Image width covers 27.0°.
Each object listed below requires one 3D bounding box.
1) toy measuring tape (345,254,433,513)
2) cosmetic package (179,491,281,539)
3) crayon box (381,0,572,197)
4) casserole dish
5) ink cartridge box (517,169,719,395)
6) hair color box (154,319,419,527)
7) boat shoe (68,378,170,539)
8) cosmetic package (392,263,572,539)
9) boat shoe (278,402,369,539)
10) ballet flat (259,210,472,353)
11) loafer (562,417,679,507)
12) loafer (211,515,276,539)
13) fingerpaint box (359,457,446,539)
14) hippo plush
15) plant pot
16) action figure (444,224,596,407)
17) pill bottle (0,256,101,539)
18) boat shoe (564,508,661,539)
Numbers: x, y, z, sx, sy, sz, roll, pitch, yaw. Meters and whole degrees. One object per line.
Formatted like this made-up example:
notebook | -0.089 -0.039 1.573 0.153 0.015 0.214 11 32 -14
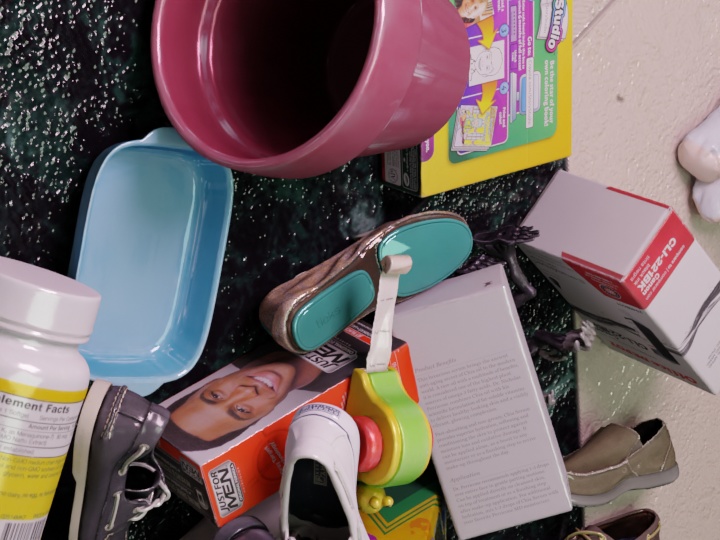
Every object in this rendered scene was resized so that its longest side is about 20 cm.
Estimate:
toy measuring tape | 0.027 0.092 1.124 0.073 0.073 0.201 -1 108 -39
cosmetic package | -0.112 0.240 1.189 0.200 0.082 0.051 -42 128 -21
crayon box | 0.096 -0.178 1.231 0.172 0.058 0.201 -18 116 -35
casserole dish | -0.160 -0.008 1.094 0.121 0.039 0.201 3 102 -39
ink cartridge box | 0.253 0.012 1.366 0.084 0.144 0.200 -54 130 -9
hair color box | -0.063 0.109 1.171 0.199 0.101 0.062 -30 123 -29
boat shoe | -0.170 0.160 1.078 0.073 0.062 0.201 -75 176 -46
cosmetic package | 0.099 0.108 1.237 0.101 0.071 0.201 -16 103 8
boat shoe | -0.032 0.195 1.109 0.065 0.073 0.201 -68 154 -56
ballet flat | 0.000 0.000 1.207 0.199 0.067 0.068 -26 115 -31
loafer | 0.234 0.183 1.466 0.199 0.075 0.070 -6 97 -42
loafer | -0.084 0.282 1.126 0.072 0.063 0.201 -17 122 -37
fingerpaint box | 0.031 0.278 1.263 0.167 0.073 0.201 -63 155 -70
hippo plush | 0.428 -0.118 1.453 0.159 0.160 0.201 42 78 -39
plant pot | -0.019 -0.159 1.070 0.179 0.199 0.201 6 102 -56
action figure | 0.138 0.068 1.323 0.119 0.102 0.201 -39 125 -36
pill bottle | -0.248 0.098 1.008 0.114 0.114 0.201 15 95 -41
boat shoe | 0.232 0.281 1.492 0.199 0.072 0.060 -4 102 -42
